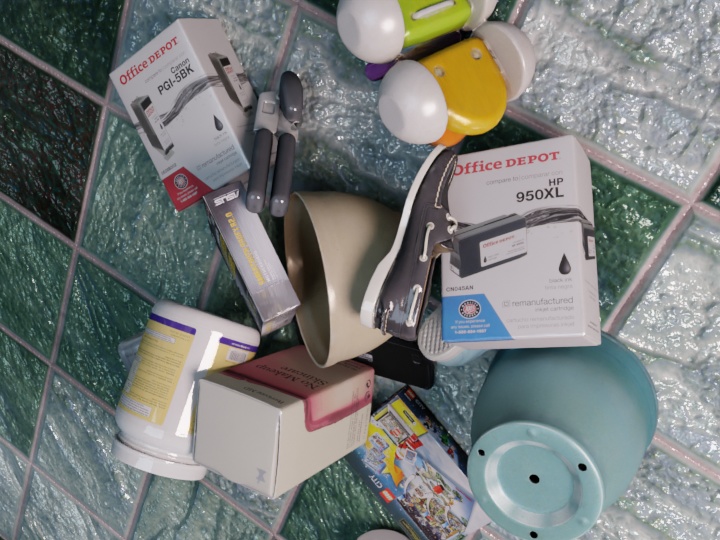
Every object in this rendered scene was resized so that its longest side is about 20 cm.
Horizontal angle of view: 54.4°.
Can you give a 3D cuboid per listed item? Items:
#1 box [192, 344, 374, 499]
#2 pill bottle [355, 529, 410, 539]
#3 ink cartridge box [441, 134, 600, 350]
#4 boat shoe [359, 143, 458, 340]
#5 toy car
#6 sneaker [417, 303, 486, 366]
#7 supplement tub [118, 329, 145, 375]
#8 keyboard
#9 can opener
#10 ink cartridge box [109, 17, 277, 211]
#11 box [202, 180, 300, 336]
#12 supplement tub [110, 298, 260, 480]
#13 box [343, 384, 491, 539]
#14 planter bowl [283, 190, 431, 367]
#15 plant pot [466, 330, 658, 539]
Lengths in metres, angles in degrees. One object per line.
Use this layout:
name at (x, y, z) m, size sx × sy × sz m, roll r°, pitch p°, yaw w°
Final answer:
box at (-0.089, 0.175, 0.865) m, size 0.128 × 0.200 × 0.109 m, roll 13°, pitch 103°, yaw 30°
pill bottle at (0.028, 0.473, 0.981) m, size 0.114 × 0.114 × 0.200 m, roll 11°, pitch 111°, yaw 24°
ink cartridge box at (0.162, -0.023, 0.722) m, size 0.144 × 0.084 × 0.200 m, roll -6°, pitch 76°, yaw 27°
boat shoe at (0.063, -0.028, 0.692) m, size 0.060 × 0.074 × 0.200 m, roll 20°, pitch 77°, yaw 16°
toy car at (0.066, -0.222, 0.729) m, size 0.200 × 0.175 × 0.150 m, roll 62°, pitch 158°, yaw -3°
sneaker at (0.159, 0.038, 0.810) m, size 0.200 × 0.082 × 0.074 m, roll -37°, pitch 54°, yaw 14°
supplement tub at (-0.260, 0.174, 1.027) m, size 0.122 × 0.123 × 0.200 m, roll -19°, pitch 97°, yaw 31°
keyboard at (0.006, 0.088, 0.923) m, size 0.200 × 0.040 × 0.104 m, roll 13°, pitch 134°, yaw 22°
can opener at (-0.097, -0.154, 0.806) m, size 0.053 × 0.200 × 0.067 m, roll 9°, pitch 139°, yaw -10°
ink cartridge box at (-0.211, -0.199, 0.903) m, size 0.147 × 0.083 × 0.200 m, roll -24°, pitch 95°, yaw 32°
box at (-0.135, -0.006, 0.865) m, size 0.048 × 0.200 × 0.159 m, roll -25°, pitch 85°, yaw -12°
supplement tub at (-0.225, 0.150, 0.899) m, size 0.145 × 0.145 × 0.200 m, roll 16°, pitch 83°, yaw 22°
box at (0.076, 0.269, 0.934) m, size 0.200 × 0.038 × 0.137 m, roll 50°, pitch 121°, yaw 5°
planter bowl at (0.000, 0.000, 0.806) m, size 0.134 × 0.200 × 0.201 m, roll -10°, pitch 106°, yaw -16°
plant pot at (0.206, 0.180, 0.752) m, size 0.200 × 0.188 × 0.200 m, roll 8°, pitch 109°, yaw 25°
